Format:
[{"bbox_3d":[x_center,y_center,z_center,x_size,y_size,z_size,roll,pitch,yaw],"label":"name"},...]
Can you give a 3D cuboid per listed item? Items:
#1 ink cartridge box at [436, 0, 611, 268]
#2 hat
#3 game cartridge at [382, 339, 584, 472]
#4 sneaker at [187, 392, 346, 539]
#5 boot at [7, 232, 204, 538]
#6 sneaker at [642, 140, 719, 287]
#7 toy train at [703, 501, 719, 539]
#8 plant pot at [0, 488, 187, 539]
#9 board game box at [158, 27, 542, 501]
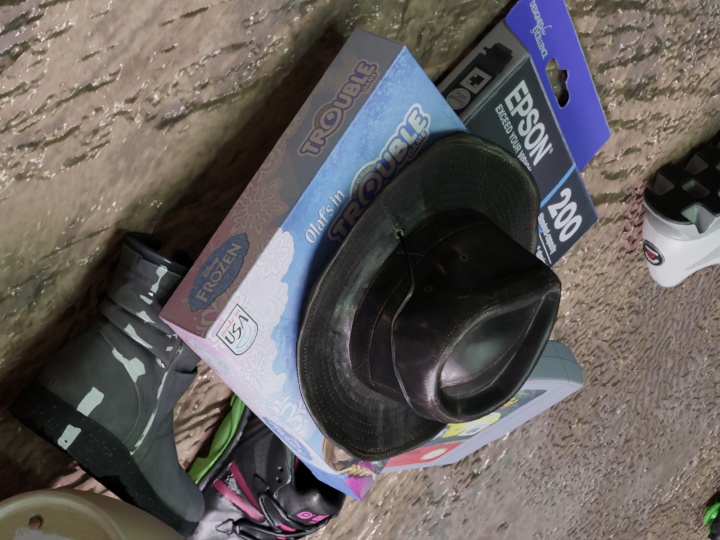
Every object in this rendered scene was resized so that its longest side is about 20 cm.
[{"bbox_3d":[0.085,-0.058,1.806,0.200,0.043,0.198,-48,148,-12],"label":"ink cartridge box"},{"bbox_3d":[0.059,0.025,1.637,0.200,0.081,0.201,-24,124,-41],"label":"hat"},{"bbox_3d":[0.052,0.086,1.855,0.133,0.041,0.200,-38,159,31],"label":"game cartridge"},{"bbox_3d":[-0.057,0.138,1.766,0.077,0.084,0.201,-5,125,-51],"label":"sneaker"},{"bbox_3d":[-0.107,0.067,1.646,0.132,0.070,0.200,-55,155,-8],"label":"boot"},{"bbox_3d":[0.273,-0.052,2.050,0.200,0.074,0.089,-25,140,-25],"label":"sneaker"},{"bbox_3d":[0.347,0.142,2.379,0.200,0.042,0.056,-56,160,3],"label":"toy train"},{"bbox_3d":[-0.154,0.190,1.540,0.187,0.187,0.200,-44,162,-15],"label":"plant pot"},{"bbox_3d":[0.000,0.000,1.656,0.200,0.043,0.199,-56,139,-13],"label":"board game box"}]
